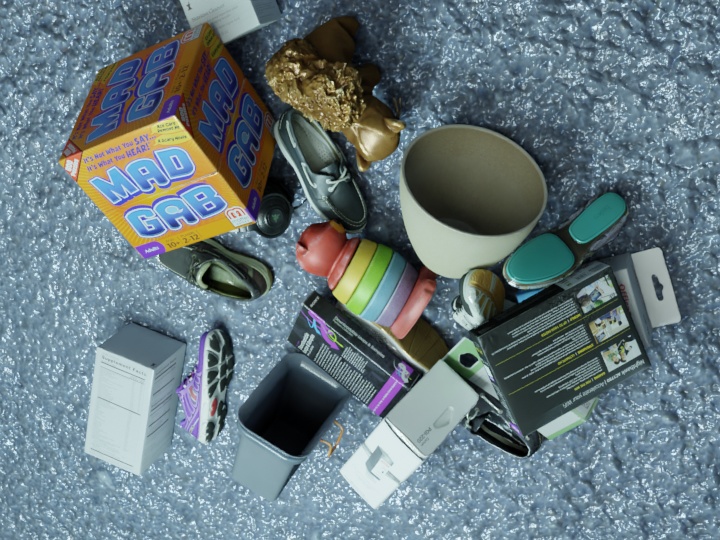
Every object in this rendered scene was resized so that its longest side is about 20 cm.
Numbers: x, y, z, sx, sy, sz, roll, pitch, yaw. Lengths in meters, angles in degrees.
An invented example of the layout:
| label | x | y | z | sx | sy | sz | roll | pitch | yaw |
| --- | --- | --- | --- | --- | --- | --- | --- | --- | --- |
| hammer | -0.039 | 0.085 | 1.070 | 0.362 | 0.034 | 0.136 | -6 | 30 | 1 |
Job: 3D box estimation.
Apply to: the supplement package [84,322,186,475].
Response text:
| label | x | y | z | sx | sy | sz | roll | pitch | yaw |
| --- | --- | --- | --- | --- | --- | --- | --- | --- | --- |
| supplement package | -0.370 | 0.210 | 1.751 | 0.112 | 0.110 | 0.203 | 19 | 114 | 13 |

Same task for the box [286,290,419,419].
| label | x | y | z | sx | sy | sz | roll | pitch | yaw |
| --- | --- | --- | --- | --- | --- | --- | --- | --- | --- |
| box | -0.016 | 0.128 | 1.591 | 0.199 | 0.036 | 0.143 | 38 | 151 | 4 |

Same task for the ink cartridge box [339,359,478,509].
| label | x | y | z | sx | sy | sz | roll | pitch | yaw |
| --- | --- | --- | --- | --- | --- | --- | --- | --- | --- |
| ink cartridge box | 0.068 | 0.238 | 1.533 | 0.085 | 0.145 | 0.201 | 44 | 144 | 6 |

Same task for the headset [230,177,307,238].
| label | x | y | z | sx | sy | sz | roll | pitch | yaw |
| --- | --- | --- | --- | --- | --- | --- | --- | --- | --- |
| headset | -0.131 | -0.079 | 1.561 | 0.196 | 0.124 | 0.096 | -9 | 110 | -2 |

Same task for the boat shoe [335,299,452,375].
| label | x | y | z | sx | sy | sz | roll | pitch | yaw |
| --- | --- | --- | --- | --- | --- | --- | --- | --- | --- |
| boat shoe | 0.048 | 0.099 | 1.583 | 0.199 | 0.071 | 0.070 | 38 | 138 | 5 |

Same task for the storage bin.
| label | x | y | z | sx | sy | sz | roll | pitch | yaw |
| --- | --- | --- | --- | --- | --- | --- | --- | --- | --- |
| storage bin | -0.107 | 0.251 | 1.629 | 0.144 | 0.200 | 0.136 | 29 | 127 | 8 |

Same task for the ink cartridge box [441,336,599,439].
| label | x | y | z | sx | sy | sz | roll | pitch | yaw |
| --- | --- | --- | --- | --- | --- | --- | --- | --- | --- |
| ink cartridge box | 0.219 | 0.152 | 1.491 | 0.199 | 0.048 | 0.146 | 37 | 160 | 3 |

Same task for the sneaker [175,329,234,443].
| label | x | y | z | sx | sy | sz | roll | pitch | yaw |
| --- | --- | --- | --- | --- | --- | --- | --- | --- | --- |
| sneaker | -0.261 | 0.186 | 1.722 | 0.082 | 0.080 | 0.203 | 21 | 115 | 19 |

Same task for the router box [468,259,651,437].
| label | x | y | z | sx | sy | sz | roll | pitch | yaw |
| --- | --- | --- | --- | --- | --- | --- | --- | --- | --- |
| router box | 0.259 | 0.101 | 1.379 | 0.197 | 0.051 | 0.151 | -27 | 102 | -4 |

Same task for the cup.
| label | x | y | z | sx | sy | sz | roll | pitch | yaw |
| --- | --- | --- | --- | --- | --- | --- | --- | --- | --- |
| cup | 0.137 | -0.074 | 1.432 | 0.198 | 0.201 | 0.145 | 26 | 139 | 10 |

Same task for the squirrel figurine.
| label | x | y | z | sx | sy | sz | roll | pitch | yaw |
| --- | --- | --- | --- | --- | --- | --- | --- | --- | --- |
| squirrel figurine | -0.029 | -0.225 | 1.421 | 0.141 | 0.199 | 0.188 | -40 | 83 | 22 |

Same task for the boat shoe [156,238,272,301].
| label | x | y | z | sx | sy | sz | roll | pitch | yaw |
| --- | --- | --- | --- | --- | --- | --- | --- | --- | --- |
| boat shoe | -0.235 | -0.003 | 1.650 | 0.197 | 0.066 | 0.073 | 19 | 114 | 14 |

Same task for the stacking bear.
| label | x | y | z | sx | sy | sz | roll | pitch | yaw |
| --- | --- | --- | --- | --- | --- | --- | --- | --- | --- |
| stacking bear | 0.000 | 0.000 | 1.509 | 0.198 | 0.122 | 0.115 | 30 | 112 | -4 |

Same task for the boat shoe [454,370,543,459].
| label | x | y | z | sx | sy | sz | roll | pitch | yaw |
| --- | --- | --- | --- | --- | --- | --- | --- | --- | --- |
| boat shoe | 0.178 | 0.209 | 1.567 | 0.198 | 0.063 | 0.073 | 32 | 117 | 8 |

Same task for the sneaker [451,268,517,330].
| label | x | y | z | sx | sy | sz | roll | pitch | yaw |
| --- | --- | --- | --- | --- | --- | --- | --- | --- | --- |
| sneaker | 0.157 | 0.053 | 1.462 | 0.086 | 0.200 | 0.077 | 12 | 72 | 27 |

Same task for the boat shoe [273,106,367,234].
| label | x | y | z | sx | sy | sz | roll | pitch | yaw |
| --- | --- | --- | --- | --- | --- | --- | --- | --- | --- |
| boat shoe | -0.052 | -0.143 | 1.520 | 0.201 | 0.075 | 0.060 | 51 | 154 | -4 |

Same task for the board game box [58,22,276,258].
| label | x | y | z | sx | sy | sz | roll | pitch | yaw |
| --- | --- | --- | --- | --- | --- | --- | --- | --- | --- |
| board game box | -0.258 | -0.177 | 1.486 | 0.197 | 0.202 | 0.201 | -15 | 133 | 24 |

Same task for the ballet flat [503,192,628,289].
| label | x | y | z | sx | sy | sz | roll | pitch | yaw |
| --- | --- | --- | --- | --- | --- | --- | --- | --- | --- |
| ballet flat | 0.271 | -0.027 | 1.406 | 0.199 | 0.072 | 0.073 | -33 | 97 | -13 |

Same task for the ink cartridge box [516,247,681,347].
| label | x | y | z | sx | sy | sz | roll | pitch | yaw |
| --- | --- | --- | --- | --- | --- | --- | --- | --- | --- |
| ink cartridge box | 0.326 | 0.052 | 1.455 | 0.197 | 0.067 | 0.118 | -15 | 103 | 24 |

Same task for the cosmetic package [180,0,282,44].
| label | x | y | z | sx | sy | sz | roll | pitch | yaw |
| --- | --- | --- | --- | --- | --- | --- | --- | --- | --- |
| cosmetic package | -0.203 | -0.423 | 1.485 | 0.111 | 0.081 | 0.203 | -18 | 102 | 27 |
